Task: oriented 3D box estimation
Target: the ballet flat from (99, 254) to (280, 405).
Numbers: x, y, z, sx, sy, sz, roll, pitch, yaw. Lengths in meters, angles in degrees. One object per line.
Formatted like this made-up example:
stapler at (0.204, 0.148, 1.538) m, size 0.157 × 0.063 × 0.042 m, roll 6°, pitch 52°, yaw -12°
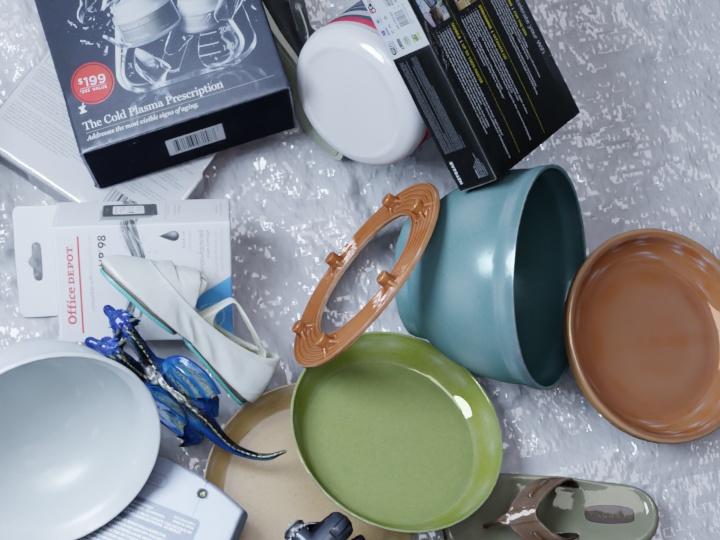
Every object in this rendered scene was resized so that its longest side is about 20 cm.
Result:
ballet flat at (-0.145, 0.037, 1.593) m, size 0.200 × 0.069 × 0.070 m, roll 46°, pitch 71°, yaw -28°

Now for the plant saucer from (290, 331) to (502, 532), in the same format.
plant saucer at (0.029, 0.148, 1.617) m, size 0.199 × 0.031 × 0.201 m, roll 10°, pitch 55°, yaw -14°

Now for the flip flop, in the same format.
flip flop at (0.172, 0.220, 1.624) m, size 0.199 × 0.058 × 0.082 m, roll 2°, pitch 72°, yaw -3°

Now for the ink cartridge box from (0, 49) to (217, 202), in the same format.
ink cartridge box at (-0.231, -0.135, 1.723) m, size 0.200 × 0.045 × 0.177 m, roll 33°, pitch 74°, yaw 7°

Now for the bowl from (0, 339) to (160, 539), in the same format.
bowl at (-0.277, 0.132, 1.539) m, size 0.200 × 0.202 × 0.090 m, roll -24°, pitch 39°, yaw -11°

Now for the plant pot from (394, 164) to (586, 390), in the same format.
plant pot at (0.111, 0.005, 1.637) m, size 0.134 × 0.200 × 0.201 m, roll 1°, pitch 69°, yaw 25°

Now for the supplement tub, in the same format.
supplement tub at (0.048, -0.199, 1.683) m, size 0.140 × 0.141 × 0.200 m, roll 41°, pitch 49°, yaw 10°

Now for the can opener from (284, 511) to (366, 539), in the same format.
can opener at (-0.077, 0.285, 1.556) m, size 0.200 × 0.063 × 0.079 m, roll -40°, pitch 79°, yaw -15°

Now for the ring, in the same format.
ring at (0.000, 0.000, 1.618) m, size 0.019 × 0.200 × 0.201 m, roll 36°, pitch 71°, yaw -18°

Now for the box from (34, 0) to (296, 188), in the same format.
box at (-0.181, -0.200, 1.662) m, size 0.199 × 0.104 × 0.183 m, roll -18°, pitch 74°, yaw -4°

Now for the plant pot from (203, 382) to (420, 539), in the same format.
plant pot at (-0.043, 0.201, 1.634) m, size 0.199 × 0.028 × 0.201 m, roll 1°, pitch 72°, yaw -4°

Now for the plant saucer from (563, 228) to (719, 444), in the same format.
plant saucer at (0.272, 0.062, 1.669) m, size 0.199 × 0.037 × 0.201 m, roll 6°, pitch 75°, yaw -22°

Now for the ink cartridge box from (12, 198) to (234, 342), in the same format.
ink cartridge box at (-0.215, 0.001, 1.639) m, size 0.199 × 0.067 × 0.116 m, roll -2°, pitch 112°, yaw -4°

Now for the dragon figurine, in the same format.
dragon figurine at (-0.160, 0.112, 1.592) m, size 0.200 × 0.099 × 0.059 m, roll 39°, pitch 78°, yaw 10°

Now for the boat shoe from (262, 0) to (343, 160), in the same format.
boat shoe at (-0.049, -0.201, 1.744) m, size 0.067 × 0.072 × 0.201 m, roll -22°, pitch 75°, yaw -20°

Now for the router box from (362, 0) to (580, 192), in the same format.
router box at (0.099, -0.191, 1.595) m, size 0.149 × 0.051 × 0.201 m, roll -37°, pitch 104°, yaw -43°

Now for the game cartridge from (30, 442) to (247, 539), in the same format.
game cartridge at (-0.206, 0.224, 1.595) m, size 0.199 × 0.042 × 0.134 m, roll 19°, pitch 69°, yaw 14°
